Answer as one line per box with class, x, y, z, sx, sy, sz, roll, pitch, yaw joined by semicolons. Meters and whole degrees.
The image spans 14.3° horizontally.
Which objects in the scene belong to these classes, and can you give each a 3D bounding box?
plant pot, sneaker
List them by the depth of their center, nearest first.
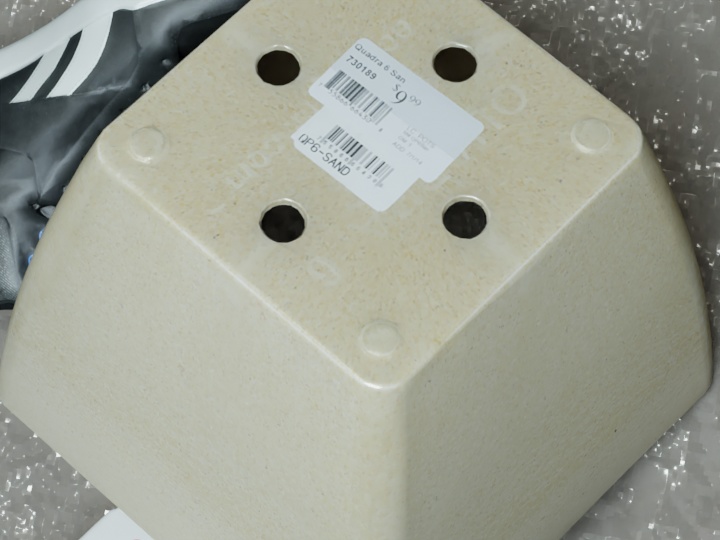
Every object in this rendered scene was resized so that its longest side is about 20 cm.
plant pot;0.000;0.000;1.007;0.200;0.177;0.200;40;68;18
sneaker;-0.101;-0.044;1.141;0.199;0.073;0.112;-23;79;20

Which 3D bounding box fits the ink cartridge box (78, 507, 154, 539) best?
ink cartridge box;-0.082;0.165;1.060;0.117;0.068;0.200;22;47;30
